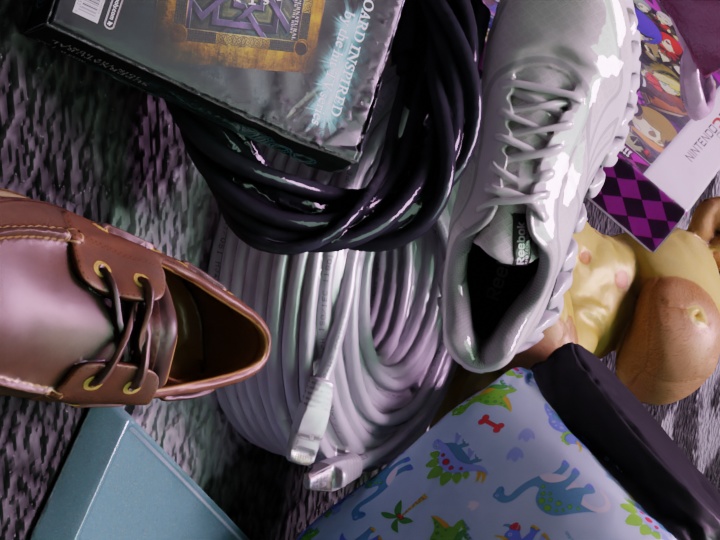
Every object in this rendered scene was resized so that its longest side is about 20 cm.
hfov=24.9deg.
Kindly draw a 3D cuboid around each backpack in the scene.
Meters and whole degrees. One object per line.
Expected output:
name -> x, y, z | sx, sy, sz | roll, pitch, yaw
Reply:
backpack -> 0.062, 0.142, 0.755 | 0.200, 0.163, 0.154 | -44, 138, 10

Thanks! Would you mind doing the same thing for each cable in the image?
cable -> 0.000, 0.000, 0.791 | 0.200, 0.069, 0.201 | 5, 93, -66
cable -> -0.015, -0.101, 0.672 | 0.163, 0.051, 0.201 | 33, 62, -33

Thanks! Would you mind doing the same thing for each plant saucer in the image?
plant saucer -> -0.082, 0.128, 0.725 | 0.070, 0.019, 0.200 | -68, 154, -23

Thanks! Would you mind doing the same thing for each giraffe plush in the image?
giraffe plush -> 0.134, 0.024, 0.919 | 0.173, 0.162, 0.201 | 122, -24, -59

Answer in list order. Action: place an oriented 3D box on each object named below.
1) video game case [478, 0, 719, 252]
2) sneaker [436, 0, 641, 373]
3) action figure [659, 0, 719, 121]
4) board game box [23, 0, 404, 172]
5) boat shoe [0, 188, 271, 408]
video game case -> 0.112, -0.116, 0.852 | 0.036, 0.200, 0.181 | -53, 173, 35
sneaker -> 0.077, -0.046, 0.730 | 0.081, 0.075, 0.201 | -45, 147, -69
action figure -> 0.125, -0.187, 0.737 | 0.149, 0.200, 0.134 | -48, -152, 37
board game box -> -0.034, -0.155, 0.622 | 0.135, 0.028, 0.201 | 24, 76, -28
boat shoe -> -0.097, 0.014, 0.586 | 0.200, 0.067, 0.072 | 14, 86, -65
